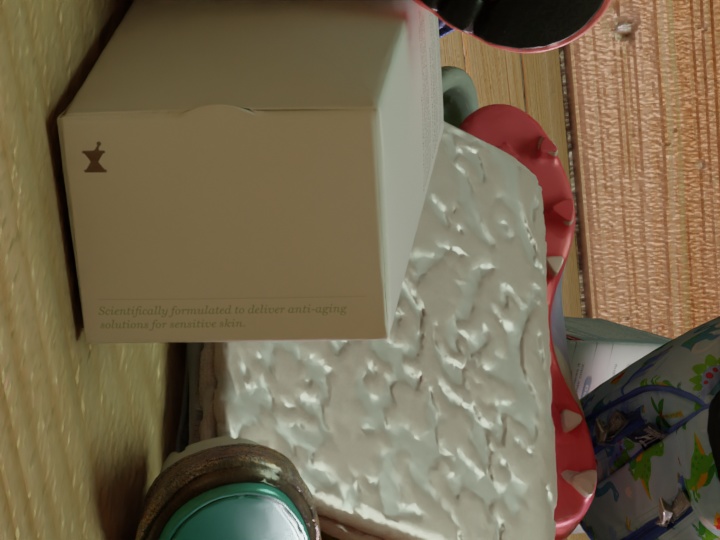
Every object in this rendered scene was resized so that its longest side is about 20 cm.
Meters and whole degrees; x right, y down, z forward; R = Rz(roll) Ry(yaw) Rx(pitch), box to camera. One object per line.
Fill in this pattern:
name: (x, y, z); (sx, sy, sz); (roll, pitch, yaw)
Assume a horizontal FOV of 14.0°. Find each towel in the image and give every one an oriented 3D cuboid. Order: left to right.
towel: (0.006, 0.020, 1.175); (0.190, 0.032, 0.201); (23, 55, -37)

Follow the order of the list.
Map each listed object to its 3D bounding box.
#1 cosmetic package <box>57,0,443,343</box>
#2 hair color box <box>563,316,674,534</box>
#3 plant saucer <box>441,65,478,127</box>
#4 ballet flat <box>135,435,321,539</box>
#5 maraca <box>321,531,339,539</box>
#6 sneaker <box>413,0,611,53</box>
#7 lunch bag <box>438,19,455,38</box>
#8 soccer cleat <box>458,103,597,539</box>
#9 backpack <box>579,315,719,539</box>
cosmetic package: (-0.032, -0.052, 1.019); (0.200, 0.107, 0.085); (-72, 160, -65)
hair color box: (0.092, 0.075, 1.441); (0.200, 0.060, 0.100); (5, 100, -63)
plant saucer: (0.000, 0.000, 1.331); (0.200, 0.050, 0.201); (16, 90, -77)
ballet flat: (-0.048, 0.101, 1.049); (0.200, 0.068, 0.068); (88, -10, -55)
maraca: (0.011, 0.131, 1.228); (0.137, 0.107, 0.200); (60, 30, -31)
sneaker: (-0.004, -0.138, 1.022); (0.074, 0.199, 0.087); (-60, -179, 13)
lunch bag: (0.005, -0.204, 1.127); (0.200, 0.135, 0.133); (52, 27, -31)
soccer cleat: (0.065, 0.026, 1.313); (0.076, 0.066, 0.201); (126, -42, -66)
backpack: (0.176, 0.080, 1.324); (0.154, 0.163, 0.200); (49, -31, 17)
